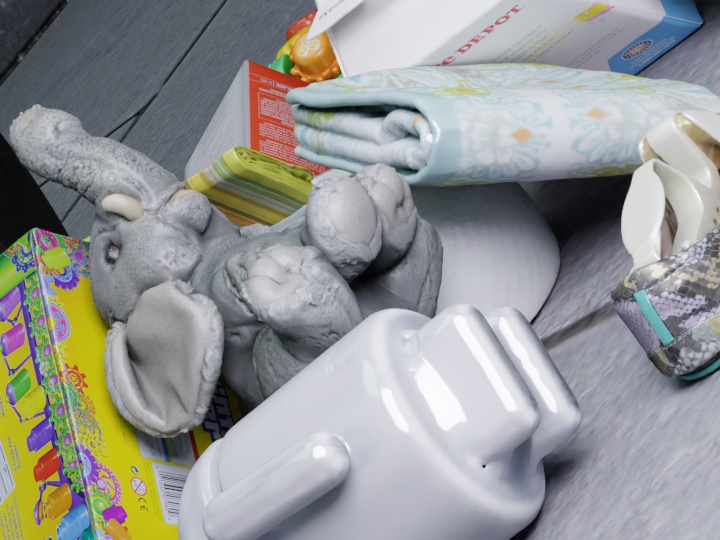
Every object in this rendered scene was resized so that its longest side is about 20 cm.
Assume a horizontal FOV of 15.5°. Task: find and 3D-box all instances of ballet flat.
[{"bbox_3d":[0.152,-0.034,1.176,0.072,0.072,0.200,-36,17,34],"label":"ballet flat"}]

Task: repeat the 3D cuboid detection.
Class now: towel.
[{"bbox_3d":[0.071,-0.076,1.329,0.171,0.048,0.200,-6,10,-22],"label":"towel"},{"bbox_3d":[-0.122,-0.009,1.364,0.200,0.018,0.086,-28,-23,20],"label":"towel"}]

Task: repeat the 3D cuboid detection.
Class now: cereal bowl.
[{"bbox_3d":[0.000,0.000,1.385,0.200,0.083,0.200,-25,24,12],"label":"cereal bowl"}]

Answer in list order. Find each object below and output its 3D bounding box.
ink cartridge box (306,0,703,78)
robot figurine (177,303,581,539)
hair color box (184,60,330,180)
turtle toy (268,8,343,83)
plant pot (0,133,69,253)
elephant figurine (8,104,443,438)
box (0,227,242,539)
[{"bbox_3d":[0.067,-0.166,1.470,0.128,0.125,0.200,-35,-25,33],"label":"ink cartridge box"},{"bbox_3d":[0.000,0.095,1.156,0.200,0.113,0.170,-39,-24,22],"label":"robot figurine"},{"bbox_3d":[-0.064,-0.027,1.627,0.102,0.061,0.200,-57,23,36],"label":"hair color box"},{"bbox_3d":[0.006,-0.136,1.778,0.200,0.101,0.146,-31,0,-33],"label":"turtle toy"},{"bbox_3d":[-0.337,0.017,2.207,0.199,0.177,0.200,-41,16,16],"label":"plant pot"},{"bbox_3d":[-0.069,0.013,1.268,0.200,0.142,0.155,-1,66,28],"label":"elephant figurine"},{"bbox_3d":[-0.161,0.120,1.334,0.193,0.122,0.200,-36,56,33],"label":"box"}]
